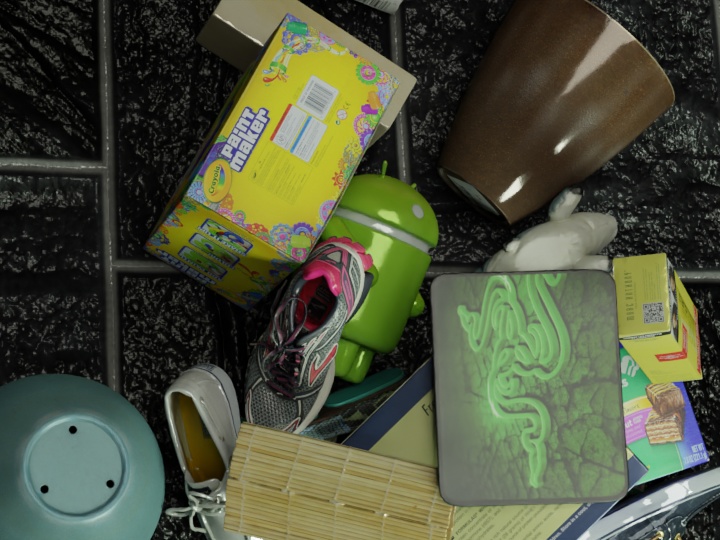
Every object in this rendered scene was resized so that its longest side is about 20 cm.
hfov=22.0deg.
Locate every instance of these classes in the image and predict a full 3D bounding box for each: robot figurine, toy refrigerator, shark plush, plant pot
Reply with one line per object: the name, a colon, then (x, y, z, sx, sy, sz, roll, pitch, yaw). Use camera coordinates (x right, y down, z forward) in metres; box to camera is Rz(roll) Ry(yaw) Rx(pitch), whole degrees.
robot figurine: (0.000, 0.000, 1.723, 0.116, 0.175, 0.200, 20, 86, 24)
toy refrigerator: (-0.052, -0.206, 1.795, 0.200, 0.076, 0.070, 33, 69, -8)
shark plush: (0.167, 0.002, 1.812, 0.200, 0.083, 0.091, -37, 88, -4)
plant pot: (-0.256, 0.179, 1.598, 0.200, 0.135, 0.200, 4, 76, -18)
plant pot: (0.172, -0.147, 1.816, 0.187, 0.187, 0.200, 40, 84, -5)

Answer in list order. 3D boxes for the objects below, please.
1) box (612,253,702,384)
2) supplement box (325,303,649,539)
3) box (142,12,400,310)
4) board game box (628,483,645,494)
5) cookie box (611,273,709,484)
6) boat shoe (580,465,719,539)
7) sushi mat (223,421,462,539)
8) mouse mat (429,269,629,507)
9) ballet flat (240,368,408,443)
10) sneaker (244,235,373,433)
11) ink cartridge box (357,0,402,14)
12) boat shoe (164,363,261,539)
box: (0.269, 0.047, 1.669, 0.050, 0.200, 0.075, -6, 72, 16)
supplement box: (0.111, 0.170, 1.630, 0.200, 0.134, 0.200, -45, 83, 0)
box: (-0.084, -0.094, 1.692, 0.122, 0.193, 0.200, 30, 69, -8)
board game box: (0.203, 0.122, 1.824, 0.200, 0.029, 0.135, 23, 69, -12)
cookie box: (0.218, 0.114, 1.774, 0.171, 0.075, 0.200, -15, 81, -23)
boat shoe: (0.282, 0.264, 1.798, 0.200, 0.071, 0.091, -23, 86, -15)
sushi mat: (-0.017, 0.195, 1.570, 0.200, 0.012, 0.096, 12, 95, 12)
mouse mat: (0.141, 0.097, 1.559, 0.161, 0.008, 0.200, -2, 76, -3)
ballet flat: (-0.037, 0.151, 1.719, 0.200, 0.074, 0.074, -16, 82, -18)
sneaker: (-0.058, 0.063, 1.622, 0.081, 0.075, 0.200, 25, 111, 11)
ink cartridge box: (-0.010, -0.378, 1.870, 0.161, 0.050, 0.200, 20, 67, -13)
boat shoe: (-0.132, 0.189, 1.635, 0.086, 0.075, 0.202, -33, 115, -61)
